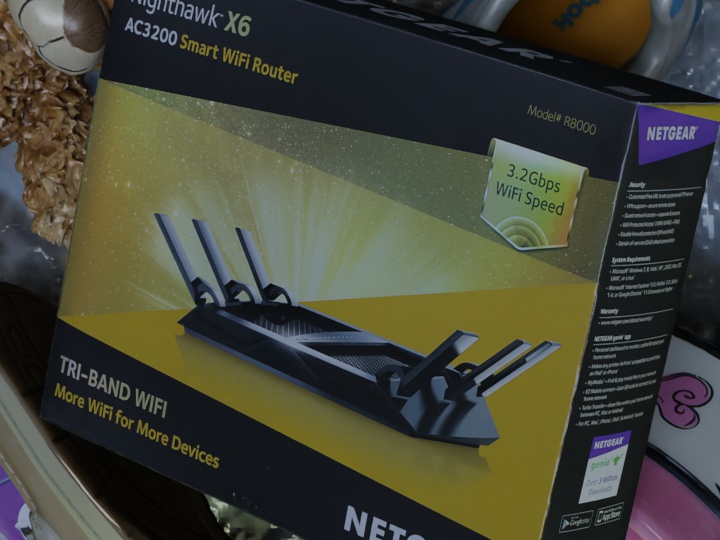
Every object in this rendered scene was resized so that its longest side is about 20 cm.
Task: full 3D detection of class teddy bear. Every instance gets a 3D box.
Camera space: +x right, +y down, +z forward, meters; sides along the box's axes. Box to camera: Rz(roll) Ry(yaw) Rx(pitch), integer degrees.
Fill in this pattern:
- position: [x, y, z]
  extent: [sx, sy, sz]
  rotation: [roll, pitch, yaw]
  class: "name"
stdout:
- position: [-0.145, -0.066, 0.900]
  extent: [0.199, 0.067, 0.146]
  rotation: [-11, 107, 15]
  class: "teddy bear"

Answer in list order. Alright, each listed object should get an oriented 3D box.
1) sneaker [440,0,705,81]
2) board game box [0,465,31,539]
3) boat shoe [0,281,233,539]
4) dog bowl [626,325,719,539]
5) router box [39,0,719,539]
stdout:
- position: [0.035, -0.045, 0.863]
  extent: [0.076, 0.081, 0.200]
  rotation: [37, 111, -3]
  class: "sneaker"
- position: [-0.154, 0.134, 0.985]
  extent: [0.199, 0.032, 0.121]
  rotation: [-26, 96, 18]
  class: "board game box"
- position: [-0.084, 0.096, 0.908]
  extent: [0.065, 0.072, 0.200]
  rotation: [-37, 90, 26]
  class: "boat shoe"
- position: [0.073, 0.117, 0.870]
  extent: [0.199, 0.074, 0.201]
  rotation: [17, 121, 30]
  class: "dog bowl"
- position: [0.000, 0.000, 0.811]
  extent: [0.199, 0.052, 0.158]
  rotation: [20, 104, 35]
  class: "router box"
